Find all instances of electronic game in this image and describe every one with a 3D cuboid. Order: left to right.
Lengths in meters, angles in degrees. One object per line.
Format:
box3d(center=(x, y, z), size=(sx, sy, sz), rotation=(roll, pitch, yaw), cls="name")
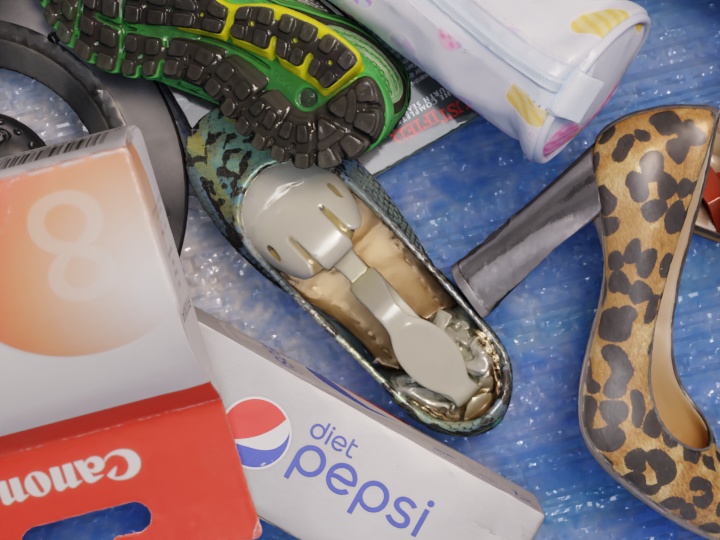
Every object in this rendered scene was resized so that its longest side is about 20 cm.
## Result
box3d(center=(-0.179, -0.035, 1.032), size=(0.200, 0.042, 0.200), rotation=(0, 90, 7), cls="electronic game")

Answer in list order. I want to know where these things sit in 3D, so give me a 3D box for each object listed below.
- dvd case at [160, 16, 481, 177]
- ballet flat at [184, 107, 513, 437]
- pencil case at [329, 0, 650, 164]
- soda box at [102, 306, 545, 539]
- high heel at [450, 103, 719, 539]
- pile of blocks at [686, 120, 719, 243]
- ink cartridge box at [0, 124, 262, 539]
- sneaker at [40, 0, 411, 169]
box3d(center=(-0.038, -0.133, 1.043), size=(0.146, 0.022, 0.200), rotation=(-30, 90, 0), cls="dvd case")
box3d(center=(0.000, 0.000, 1.009), size=(0.200, 0.074, 0.074), rotation=(42, 90, -9), cls="ballet flat")
box3d(center=(0.030, -0.134, 0.956), size=(0.200, 0.091, 0.083), rotation=(39, 93, 11), cls="pencil case")
box3d(center=(-0.016, 0.090, 1.025), size=(0.200, 0.063, 0.068), rotation=(29, 92, -1), cls="soda box")
box3d(center=(0.156, 0.027, 1.002), size=(0.143, 0.071, 0.200), rotation=(-40, 97, 18), cls="high heel")
box3d(center=(0.225, 0.004, 1.027), size=(0.082, 0.062, 0.200), rotation=(-44, 91, 0), cls="pile of blocks")
box3d(center=(-0.147, 0.052, 0.959), size=(0.162, 0.050, 0.200), rotation=(-15, 102, 6), cls="ink cartridge box")
box3d(center=(-0.066, -0.111, 1.001), size=(0.200, 0.085, 0.078), rotation=(36, 109, 13), cls="sneaker")
